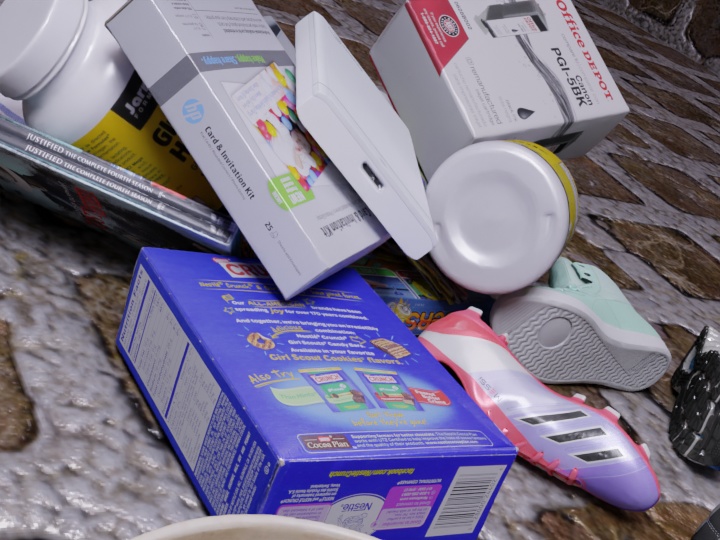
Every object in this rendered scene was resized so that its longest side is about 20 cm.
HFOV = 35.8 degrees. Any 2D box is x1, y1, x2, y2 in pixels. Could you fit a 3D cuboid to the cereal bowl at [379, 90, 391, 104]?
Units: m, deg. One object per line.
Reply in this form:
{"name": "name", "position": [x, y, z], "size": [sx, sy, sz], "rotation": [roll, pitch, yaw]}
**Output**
{"name": "cereal bowl", "position": [-0.011, -0.139, 1.131], "size": [0.197, 0.084, 0.201], "rotation": [19, 24, -9]}

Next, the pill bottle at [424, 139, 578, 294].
{"name": "pill bottle", "position": [0.118, -0.048, 0.895], "size": [0.110, 0.113, 0.200], "rotation": [28, 12, 10]}

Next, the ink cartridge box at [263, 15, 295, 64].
{"name": "ink cartridge box", "position": [-0.168, -0.212, 1.106], "size": [0.196, 0.041, 0.200], "rotation": [-10, 34, -18]}

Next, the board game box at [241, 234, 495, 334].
{"name": "board game box", "position": [0.000, 0.000, 0.904], "size": [0.198, 0.035, 0.136], "rotation": [6, 29, -37]}

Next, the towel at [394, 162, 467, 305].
{"name": "towel", "position": [0.038, -0.063, 0.931], "size": [0.144, 0.023, 0.201], "rotation": [49, 17, -18]}

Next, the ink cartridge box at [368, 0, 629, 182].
{"name": "ink cartridge box", "position": [0.129, -0.173, 1.024], "size": [0.198, 0.083, 0.148], "rotation": [-14, 71, -34]}

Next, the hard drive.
{"name": "hard drive", "position": [0.001, -0.104, 0.800], "size": [0.132, 0.027, 0.201], "rotation": [50, 14, -23]}

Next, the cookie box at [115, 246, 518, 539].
{"name": "cookie box", "position": [-0.032, 0.073, 0.666], "size": [0.169, 0.076, 0.200], "rotation": [6, 29, -37]}

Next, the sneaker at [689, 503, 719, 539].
{"name": "sneaker", "position": [0.297, 0.197, 0.721], "size": [0.197, 0.080, 0.074], "rotation": [16, 22, -21]}

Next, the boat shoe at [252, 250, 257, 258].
{"name": "boat shoe", "position": [-0.034, -0.048, 0.862], "size": [0.062, 0.072, 0.201], "rotation": [35, 30, -11]}

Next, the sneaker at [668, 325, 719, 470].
{"name": "sneaker", "position": [0.313, 0.110, 0.924], "size": [0.089, 0.079, 0.200], "rotation": [30, 24, 6]}

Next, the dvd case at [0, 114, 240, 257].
{"name": "dvd case", "position": [-0.174, -0.047, 0.759], "size": [0.198, 0.022, 0.146], "rotation": [25, -13, -1]}

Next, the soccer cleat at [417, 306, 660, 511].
{"name": "soccer cleat", "position": [0.115, 0.107, 0.776], "size": [0.076, 0.067, 0.200], "rotation": [-36, 64, -28]}

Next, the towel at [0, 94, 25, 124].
{"name": "towel", "position": [-0.211, -0.153, 0.882], "size": [0.146, 0.024, 0.199], "rotation": [32, 49, 26]}

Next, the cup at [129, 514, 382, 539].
{"name": "cup", "position": [-0.023, 0.195, 0.331], "size": [0.197, 0.145, 0.201], "rotation": [19, 24, -9]}

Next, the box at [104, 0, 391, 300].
{"name": "box", "position": [-0.062, -0.089, 0.730], "size": [0.202, 0.041, 0.156], "rotation": [58, 22, 1]}

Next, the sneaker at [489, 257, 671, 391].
{"name": "sneaker", "position": [0.163, 0.033, 0.939], "size": [0.198, 0.074, 0.119], "rotation": [19, 28, -37]}

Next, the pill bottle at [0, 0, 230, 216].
{"name": "pill bottle", "position": [-0.157, -0.113, 0.770], "size": [0.199, 0.113, 0.113], "rotation": [35, 11, -41]}
